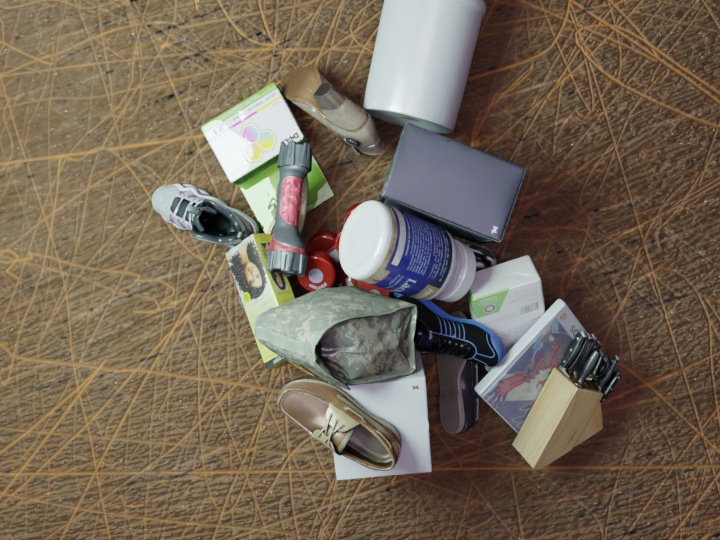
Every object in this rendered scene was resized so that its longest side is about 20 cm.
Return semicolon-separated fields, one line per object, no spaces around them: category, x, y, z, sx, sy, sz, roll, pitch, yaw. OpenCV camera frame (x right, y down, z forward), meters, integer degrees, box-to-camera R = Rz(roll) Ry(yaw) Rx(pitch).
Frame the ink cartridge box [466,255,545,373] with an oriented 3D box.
ink cartridge box;0.244;0.088;1.281;0.114;0.068;0.203;-16;126;0

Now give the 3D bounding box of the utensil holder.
utensil holder;0.099;-0.339;1.248;0.165;0.170;0.206;13;95;0

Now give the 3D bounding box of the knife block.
knife block;0.332;0.203;1.262;0.197;0.064;0.179;-28;124;-12

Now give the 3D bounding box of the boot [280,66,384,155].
boot;-0.044;-0.255;1.284;0.070;0.200;0.146;-47;127;-2

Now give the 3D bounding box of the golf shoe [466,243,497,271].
golf shoe;0.131;-0.012;1.292;0.194;0.094;0.080;-7;93;2

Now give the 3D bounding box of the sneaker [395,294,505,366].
sneaker;0.130;0.107;1.219;0.196;0.078;0.071;27;131;7

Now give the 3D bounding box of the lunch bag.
lunch bag;-0.039;0.097;1.123;0.196;0.162;0.121;-7;103;-38

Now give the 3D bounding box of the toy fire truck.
toy fire truck;0.000;0.000;1.275;0.198;0.113;0.169;-34;105;20

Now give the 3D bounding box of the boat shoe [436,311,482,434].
boat shoe;0.174;0.172;1.323;0.062;0.072;0.206;3;88;-36

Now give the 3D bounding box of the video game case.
video game case;0.302;0.171;1.282;0.200;0.023;0.182;-46;127;1

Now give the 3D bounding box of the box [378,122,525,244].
box;0.138;-0.132;1.236;0.195;0.198;0.126;21;92;-1

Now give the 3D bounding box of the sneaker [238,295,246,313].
sneaker;-0.124;0.095;1.299;0.199;0.087;0.074;43;92;-1

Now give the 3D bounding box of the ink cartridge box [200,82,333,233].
ink cartridge box;-0.151;-0.182;1.297;0.146;0.076;0.203;-30;91;1

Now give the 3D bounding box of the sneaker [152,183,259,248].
sneaker;-0.267;-0.096;1.263;0.195;0.140;0.080;19;91;7

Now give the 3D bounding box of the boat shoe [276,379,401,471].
boat shoe;-0.027;0.219;1.094;0.196;0.072;0.077;25;104;-6

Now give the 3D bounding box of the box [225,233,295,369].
box;-0.147;0.048;1.240;0.074;0.050;0.204;-30;77;32

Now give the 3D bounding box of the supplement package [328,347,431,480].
supplement package;0.028;0.207;1.232;0.146;0.200;0.156;-5;105;1

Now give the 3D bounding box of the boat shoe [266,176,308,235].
boat shoe;-0.132;-0.068;1.283;0.061;0.073;0.205;12;104;-16

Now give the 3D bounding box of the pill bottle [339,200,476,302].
pill bottle;0.074;-0.022;1.166;0.197;0.115;0.119;18;92;-35

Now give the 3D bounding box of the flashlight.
flashlight;-0.105;-0.095;1.205;0.066;0.068;0.206;6;84;0
